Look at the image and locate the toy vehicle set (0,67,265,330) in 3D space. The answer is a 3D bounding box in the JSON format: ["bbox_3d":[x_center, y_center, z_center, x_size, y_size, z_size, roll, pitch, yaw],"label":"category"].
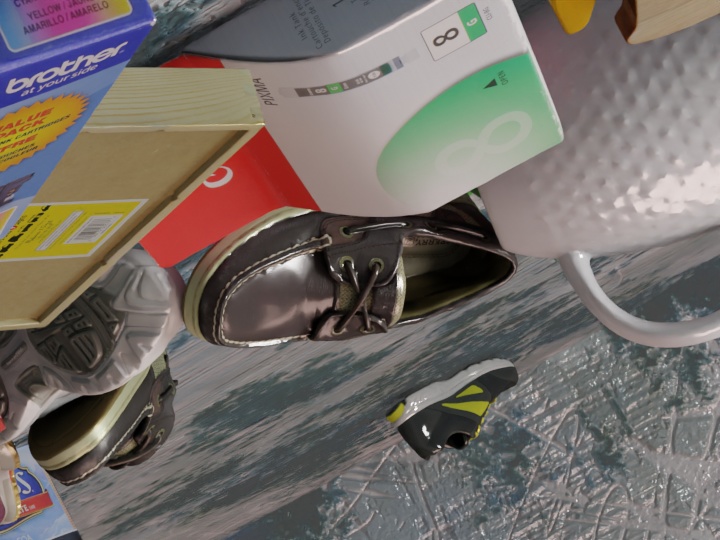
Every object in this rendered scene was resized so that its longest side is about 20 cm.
[{"bbox_3d":[-0.144,-0.025,0.950,0.124,0.027,0.200,-3,156,-39],"label":"toy vehicle set"}]

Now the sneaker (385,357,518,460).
[{"bbox_3d":[0.116,0.167,2.682,0.200,0.085,0.074,-21,169,-38],"label":"sneaker"}]

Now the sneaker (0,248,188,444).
[{"bbox_3d":[-0.143,0.025,1.213,0.099,0.078,0.200,-29,-177,-41],"label":"sneaker"}]

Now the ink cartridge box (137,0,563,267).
[{"bbox_3d":[-0.019,-0.062,1.004,0.200,0.050,0.161,-30,153,2],"label":"ink cartridge box"}]

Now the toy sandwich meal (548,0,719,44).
[{"bbox_3d":[0.149,-0.164,0.992,0.205,0.070,0.205,-27,171,-5],"label":"toy sandwich meal"}]

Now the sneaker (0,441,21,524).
[{"bbox_3d":[-0.259,0.120,1.389,0.090,0.075,0.200,-17,162,-14],"label":"sneaker"}]

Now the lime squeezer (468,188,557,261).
[{"bbox_3d":[0.037,-0.042,1.289,0.200,0.071,0.038,1,162,43],"label":"lime squeezer"}]

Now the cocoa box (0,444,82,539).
[{"bbox_3d":[-0.304,0.224,1.598,0.133,0.131,0.200,-35,169,36],"label":"cocoa box"}]

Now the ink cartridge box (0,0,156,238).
[{"bbox_3d":[-0.152,-0.057,0.687,0.136,0.076,0.200,-23,168,-30],"label":"ink cartridge box"}]

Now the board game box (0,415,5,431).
[{"bbox_3d":[-0.289,0.096,1.161,0.200,0.019,0.103,-28,143,-5],"label":"board game box"}]

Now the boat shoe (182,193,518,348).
[{"bbox_3d":[0.000,0.000,1.176,0.200,0.065,0.073,-20,129,-38],"label":"boat shoe"}]

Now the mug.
[{"bbox_3d":[0.148,-0.058,1.178,0.175,0.200,0.148,-21,169,5],"label":"mug"}]

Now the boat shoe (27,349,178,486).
[{"bbox_3d":[-0.138,0.082,1.321,0.072,0.066,0.201,-27,-166,11],"label":"boat shoe"}]
